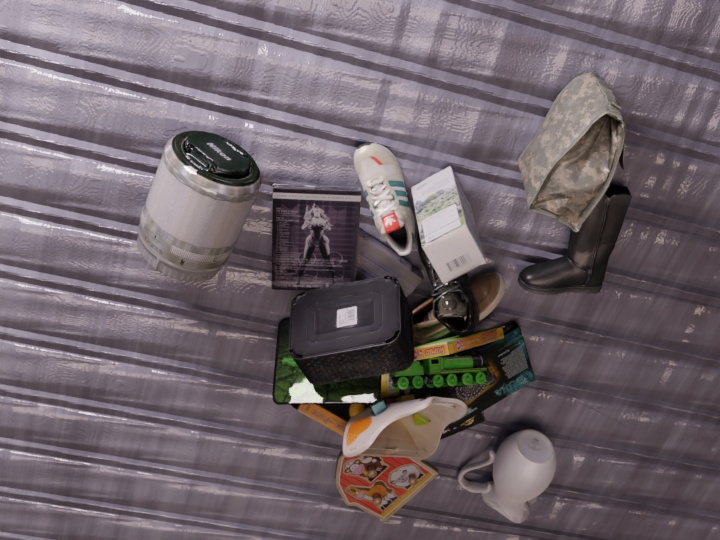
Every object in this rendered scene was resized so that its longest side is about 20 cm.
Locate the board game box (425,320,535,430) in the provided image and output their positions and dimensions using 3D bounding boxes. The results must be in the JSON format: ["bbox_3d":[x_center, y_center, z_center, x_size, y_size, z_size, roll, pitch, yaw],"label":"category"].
[{"bbox_3d":[0.226,0.198,1.812,0.198,0.028,0.137,-28,122,-10],"label":"board game box"}]

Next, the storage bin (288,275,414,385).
[{"bbox_3d":[-0.015,0.103,1.653,0.197,0.137,0.094,-11,142,15],"label":"storage bin"}]

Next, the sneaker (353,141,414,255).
[{"bbox_3d":[0.046,-0.113,1.590,0.069,0.094,0.202,-19,124,8],"label":"sneaker"}]

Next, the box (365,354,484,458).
[{"bbox_3d":[0.122,0.262,1.875,0.197,0.050,0.161,-24,124,10],"label":"box"}]

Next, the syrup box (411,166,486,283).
[{"bbox_3d":[0.139,-0.077,1.557,0.078,0.201,0.082,-26,119,13],"label":"syrup box"}]

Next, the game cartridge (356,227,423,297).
[{"bbox_3d":[0.000,0.000,1.700,0.199,0.039,0.130,32,112,-23],"label":"game cartridge"}]

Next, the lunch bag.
[{"bbox_3d":[0.344,-0.195,1.518,0.116,0.165,0.202,22,120,-12],"label":"lunch bag"}]

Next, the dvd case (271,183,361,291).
[{"bbox_3d":[-0.076,-0.052,1.631,0.146,0.016,0.203,2,124,-3],"label":"dvd case"}]

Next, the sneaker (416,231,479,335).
[{"bbox_3d":[0.148,0.017,1.643,0.075,0.114,0.203,-18,93,10],"label":"sneaker"}]

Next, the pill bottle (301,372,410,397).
[{"bbox_3d":[-0.009,0.179,1.770,0.196,0.113,0.114,-3,124,-3],"label":"pill bottle"}]

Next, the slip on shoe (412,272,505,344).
[{"bbox_3d":[0.165,0.061,1.729,0.198,0.077,0.060,-30,137,23],"label":"slip on shoe"}]

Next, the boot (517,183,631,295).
[{"bbox_3d":[0.367,-0.057,1.671,0.162,0.066,0.203,-2,128,-14],"label":"boot"}]

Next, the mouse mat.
[{"bbox_3d":[-0.058,0.158,1.716,0.196,0.164,0.008,-2,156,10],"label":"mouse mat"}]

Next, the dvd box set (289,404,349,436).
[{"bbox_3d":[-0.058,0.276,1.817,0.199,0.146,0.030,33,85,-23],"label":"dvd box set"}]

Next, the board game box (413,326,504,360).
[{"bbox_3d":[0.172,0.128,1.710,0.095,0.199,0.031,-14,89,40],"label":"board game box"}]

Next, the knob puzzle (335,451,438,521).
[{"bbox_3d":[0.035,0.430,1.992,0.215,0.031,0.223,-2,124,-3],"label":"knob puzzle"}]

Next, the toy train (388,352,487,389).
[{"bbox_3d":[0.139,0.180,1.726,0.197,0.042,0.058,-1,82,-25],"label":"toy train"}]

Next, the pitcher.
[{"bbox_3d":[0.296,0.405,1.956,0.169,0.122,0.202,19,133,1],"label":"pitcher"}]

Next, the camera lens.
[{"bbox_3d":[-0.256,-0.105,1.530,0.158,0.161,0.202,18,121,-16],"label":"camera lens"}]

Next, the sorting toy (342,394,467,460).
[{"bbox_3d":[0.091,0.265,1.729,0.179,0.109,0.198,-27,153,37],"label":"sorting toy"}]
